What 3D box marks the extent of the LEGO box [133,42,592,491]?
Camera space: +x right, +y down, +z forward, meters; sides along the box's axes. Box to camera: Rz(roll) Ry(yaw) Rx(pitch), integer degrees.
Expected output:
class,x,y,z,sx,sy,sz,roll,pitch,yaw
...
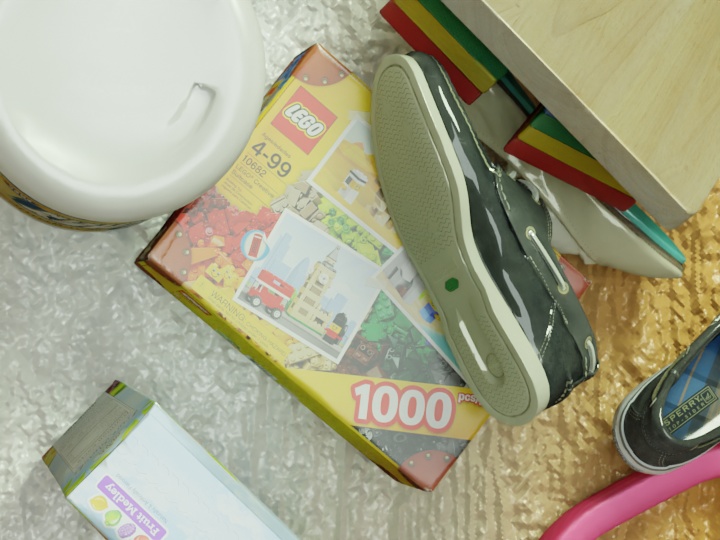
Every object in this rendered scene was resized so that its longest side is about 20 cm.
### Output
class,x,y,z,sx,sy,sz,roll,pitch,yaw
LEGO box,0.000,0.000,1.110,0.200,0.077,0.149,40,81,-9

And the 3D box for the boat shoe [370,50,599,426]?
class,x,y,z,sx,sy,sz,roll,pitch,yaw
boat shoe,0.063,-0.023,1.057,0.067,0.072,0.201,-26,94,-30

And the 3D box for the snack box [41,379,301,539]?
class,x,y,z,sx,sy,sz,roll,pitch,yaw
snack box,-0.077,0.138,1.028,0.169,0.200,0.068,45,80,-8

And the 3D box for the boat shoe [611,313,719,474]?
class,x,y,z,sx,sy,sz,roll,pitch,yaw
boat shoe,0.227,0.043,1.155,0.199,0.066,0.070,-33,86,-21

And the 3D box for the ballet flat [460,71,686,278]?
class,x,y,z,sx,sy,sz,roll,pitch,yaw
ballet flat,0.098,-0.055,1.147,0.069,0.069,0.200,-45,96,-10

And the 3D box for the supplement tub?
class,x,y,z,sx,sy,sz,roll,pitch,yaw
supplement tub,-0.131,-0.093,1.019,0.144,0.200,0.146,0,89,-12

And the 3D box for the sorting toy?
class,x,y,z,sx,sy,sz,roll,pitch,yaw
sorting toy,0.120,-0.127,1.103,0.199,0.070,0.200,45,40,-3

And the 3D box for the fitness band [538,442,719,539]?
class,x,y,z,sx,sy,sz,roll,pitch,yaw
fitness band,0.185,0.184,1.171,0.199,0.037,0.144,-26,95,-13
